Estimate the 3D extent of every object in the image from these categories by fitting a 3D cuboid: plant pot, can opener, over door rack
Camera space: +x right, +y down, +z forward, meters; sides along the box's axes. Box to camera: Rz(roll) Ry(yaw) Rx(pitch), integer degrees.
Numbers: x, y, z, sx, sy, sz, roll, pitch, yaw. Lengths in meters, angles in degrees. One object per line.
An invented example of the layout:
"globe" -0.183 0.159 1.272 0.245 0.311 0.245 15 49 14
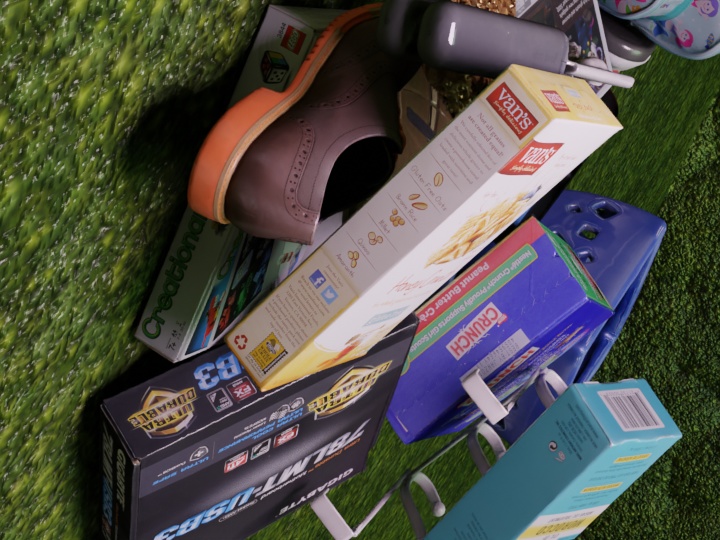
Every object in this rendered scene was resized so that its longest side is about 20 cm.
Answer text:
"plant pot" 0.166 0.030 1.407 0.200 0.178 0.201 -49 161 -35
"can opener" 0.080 -0.100 0.749 0.199 0.053 0.068 -1 108 -52
"over door rack" 0.070 0.134 0.971 0.147 0.067 0.200 -40 164 16

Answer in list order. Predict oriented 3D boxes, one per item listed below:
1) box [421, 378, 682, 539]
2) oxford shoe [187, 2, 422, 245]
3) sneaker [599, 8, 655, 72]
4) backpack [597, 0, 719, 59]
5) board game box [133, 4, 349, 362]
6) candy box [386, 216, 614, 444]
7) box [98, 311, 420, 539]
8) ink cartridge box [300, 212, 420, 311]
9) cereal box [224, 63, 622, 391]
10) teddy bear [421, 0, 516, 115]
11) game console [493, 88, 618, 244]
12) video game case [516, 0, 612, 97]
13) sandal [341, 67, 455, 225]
"box" 0.117 0.154 0.941 0.082 0.049 0.201 0 137 -44
"oxford shoe" -0.005 -0.071 0.706 0.200 0.072 0.072 -49 160 -44
"sneaker" 0.196 -0.177 1.235 0.109 0.067 0.202 -62 -169 19
"backpack" 0.257 -0.267 1.112 0.149 0.200 0.179 -14 138 -42
"board game box" -0.051 -0.052 0.804 0.202 0.034 0.126 -65 164 17
"candy box" 0.100 0.049 1.066 0.168 0.077 0.200 -38 169 9
"box" -0.069 0.108 0.883 0.198 0.050 0.200 -25 152 -27
"ink cartridge box" 0.000 0.000 1.007 0.117 0.067 0.200 -57 166 5
"cereal box" 0.035 -0.022 0.719 0.200 0.040 0.144 -42 168 21
"teddy bear" 0.056 -0.189 0.794 0.202 0.066 0.146 86 6 -47
"game console" 0.129 -0.151 1.053 0.200 0.118 0.173 -50 164 -35
"video game case" 0.110 -0.170 0.963 0.200 0.023 0.184 -45 126 -45
"sandal" 0.018 -0.070 0.882 0.054 0.080 0.202 -23 -141 32
